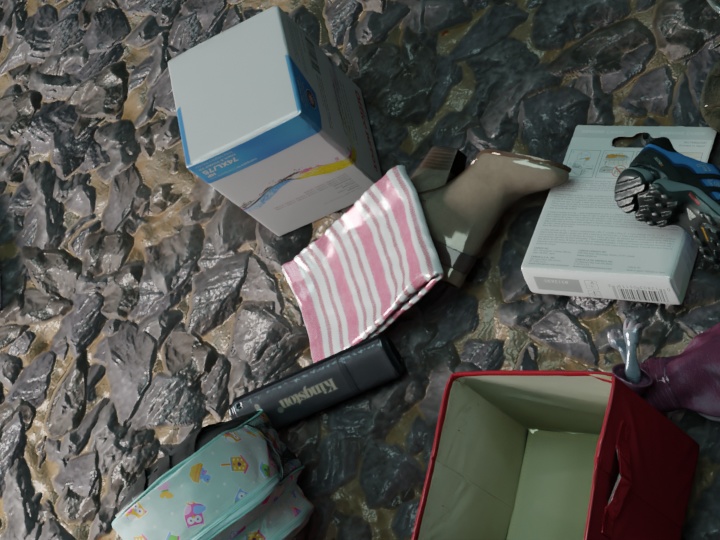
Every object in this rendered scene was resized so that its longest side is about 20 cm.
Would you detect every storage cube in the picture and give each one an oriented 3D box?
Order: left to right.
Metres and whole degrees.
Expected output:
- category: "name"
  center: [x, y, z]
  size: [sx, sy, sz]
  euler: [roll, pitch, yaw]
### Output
- category: "storage cube"
  center: [0.179, 0.201, 1.400]
  size: [0.200, 0.180, 0.171]
  euler: [-4, 62, 39]

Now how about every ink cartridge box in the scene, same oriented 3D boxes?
- category: "ink cartridge box"
  center: [-0.090, -0.159, 1.711]
  size: [0.146, 0.200, 0.147]
  euler: [-24, 59, 18]
- category: "ink cartridge box"
  center: [0.270, -0.060, 1.583]
  size: [0.161, 0.050, 0.200]
  euler: [4, 52, 29]

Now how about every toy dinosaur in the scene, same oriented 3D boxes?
- category: "toy dinosaur"
  center: [0.385, -0.189, 1.563]
  size: [0.102, 0.077, 0.200]
  euler: [8, 77, 43]

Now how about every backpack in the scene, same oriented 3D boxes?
- category: "backpack"
  center: [-0.149, 0.239, 1.564]
  size: [0.176, 0.200, 0.153]
  euler: [-37, 78, 8]

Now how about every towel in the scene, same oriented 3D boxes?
- category: "towel"
  center: [0.000, 0.000, 1.658]
  size: [0.200, 0.030, 0.146]
  euler: [-42, 53, 31]

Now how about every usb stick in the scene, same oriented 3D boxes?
- category: "usb stick"
  center: [-0.047, 0.125, 1.652]
  size: [0.200, 0.055, 0.033]
  euler: [-24, 21, 17]

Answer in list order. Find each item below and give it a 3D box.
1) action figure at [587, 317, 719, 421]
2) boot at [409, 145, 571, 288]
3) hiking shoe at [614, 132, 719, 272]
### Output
- category: "action figure"
  center: [0.291, 0.111, 1.465]
  size: [0.200, 0.134, 0.149]
  euler: [-22, 84, 17]
- category: "boot"
  center: [0.117, -0.053, 1.630]
  size: [0.200, 0.070, 0.146]
  euler: [9, 78, 42]
- category: "hiking shoe"
  center: [0.346, -0.060, 1.486]
  size: [0.200, 0.074, 0.087]
  euler: [34, 58, 3]
